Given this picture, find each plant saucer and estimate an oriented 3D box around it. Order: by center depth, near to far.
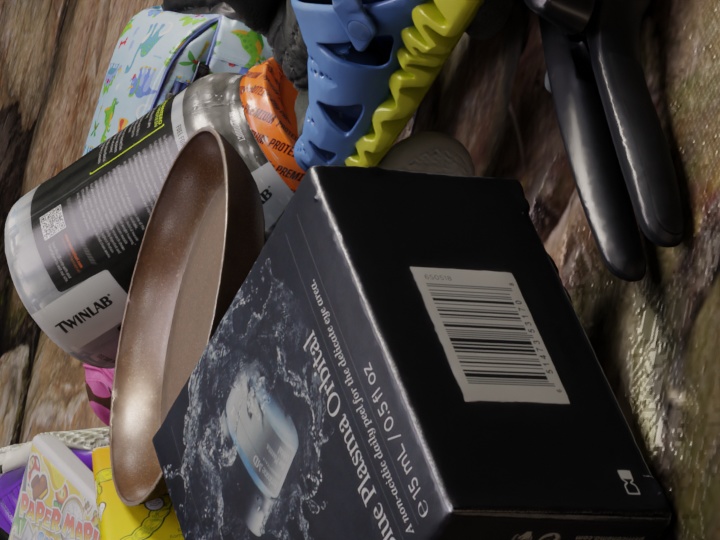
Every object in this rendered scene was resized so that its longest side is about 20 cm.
[{"bbox_3d":[-0.088,0.026,1.356,0.200,0.032,0.201,-168,90,-74],"label":"plant saucer"}]

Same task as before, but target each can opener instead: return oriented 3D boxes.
[{"bbox_3d":[0.108,-0.081,1.200,0.063,0.078,0.200,-49,42,48],"label":"can opener"}]

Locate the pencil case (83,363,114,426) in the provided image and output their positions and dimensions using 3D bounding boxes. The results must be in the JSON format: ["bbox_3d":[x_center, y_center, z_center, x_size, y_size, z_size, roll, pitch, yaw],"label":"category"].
[{"bbox_3d":[-0.119,0.084,1.630,0.200,0.093,0.091,-156,74,-71],"label":"pencil case"}]

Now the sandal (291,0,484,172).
[{"bbox_3d":[0.003,-0.119,1.295,0.080,0.087,0.200,-61,1,-40],"label":"sandal"}]

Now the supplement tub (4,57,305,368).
[{"bbox_3d":[-0.104,-0.037,1.561,0.200,0.122,0.123,-31,39,23],"label":"supplement tub"}]

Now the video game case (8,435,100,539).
[{"bbox_3d":[-0.193,0.230,1.735,0.200,0.023,0.182,35,114,55],"label":"video game case"}]

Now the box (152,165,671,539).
[{"bbox_3d":[0.014,0.092,1.175,0.200,0.117,0.197,-59,40,39],"label":"box"}]

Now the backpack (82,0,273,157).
[{"bbox_3d":[-0.109,-0.092,1.698,0.163,0.153,0.201,-154,68,-63],"label":"backpack"}]

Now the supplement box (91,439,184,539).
[{"bbox_3d":[-0.076,0.186,1.371,0.200,0.109,0.109,-106,11,-56],"label":"supplement box"}]

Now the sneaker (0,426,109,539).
[{"bbox_3d":[-0.211,0.168,1.868,0.200,0.069,0.100,-19,78,56],"label":"sneaker"}]

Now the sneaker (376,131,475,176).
[{"bbox_3d":[0.000,0.000,1.403,0.105,0.076,0.200,-111,40,-59],"label":"sneaker"}]

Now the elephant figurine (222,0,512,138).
[{"bbox_3d":[-0.008,-0.137,1.440,0.200,0.155,0.142,-42,38,46],"label":"elephant figurine"}]
